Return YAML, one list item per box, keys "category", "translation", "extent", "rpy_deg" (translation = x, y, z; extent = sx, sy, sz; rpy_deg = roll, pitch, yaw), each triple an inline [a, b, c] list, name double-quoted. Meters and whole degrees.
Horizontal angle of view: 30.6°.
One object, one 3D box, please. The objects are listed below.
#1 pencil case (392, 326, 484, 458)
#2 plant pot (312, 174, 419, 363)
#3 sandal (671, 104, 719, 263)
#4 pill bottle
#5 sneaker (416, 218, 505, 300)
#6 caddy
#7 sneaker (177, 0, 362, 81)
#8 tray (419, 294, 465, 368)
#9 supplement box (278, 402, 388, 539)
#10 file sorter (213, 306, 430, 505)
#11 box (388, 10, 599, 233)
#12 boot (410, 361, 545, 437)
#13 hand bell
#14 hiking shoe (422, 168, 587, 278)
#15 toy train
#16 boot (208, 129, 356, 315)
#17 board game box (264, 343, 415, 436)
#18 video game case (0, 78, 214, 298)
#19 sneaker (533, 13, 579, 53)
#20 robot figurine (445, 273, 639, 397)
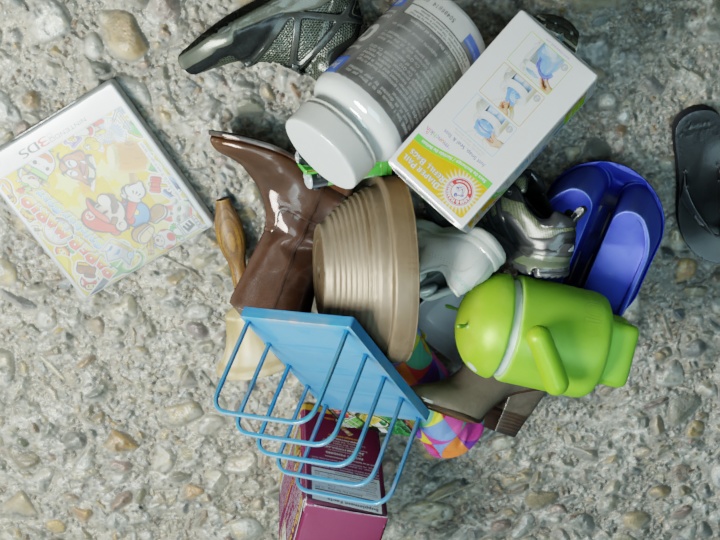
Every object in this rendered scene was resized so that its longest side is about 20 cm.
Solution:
- category: "pencil case"
  translation: [0.073, 0.135, 1.563]
  extent: [0.088, 0.089, 0.200]
  rpy_deg: [-26, 124, 10]
- category: "plant pot"
  translation: [0.000, 0.000, 1.400]
  extent: [0.092, 0.201, 0.202]
  rpy_deg: [-3, 118, -8]
- category: "sandal"
  translation: [0.394, -0.089, 1.501]
  extent: [0.076, 0.043, 0.201]
  rpy_deg: [-19, 117, 6]
- category: "pill bottle"
  translation: [0.025, -0.184, 1.341]
  extent: [0.200, 0.114, 0.114]
  rpy_deg: [-46, 116, -17]
- category: "sneaker"
  translation: [0.069, -0.003, 1.441]
  extent: [0.075, 0.200, 0.089]
  rpy_deg: [48, 69, -19]
- category: "caddy"
  translation: [0.260, -0.024, 1.495]
  extent: [0.141, 0.105, 0.201]
  rpy_deg: [24, 116, 9]
- category: "sneaker"
  translation: [-0.087, -0.229, 1.377]
  extent: [0.199, 0.076, 0.115]
  rpy_deg: [-24, 110, 3]
- category: "tray"
  translation: [0.156, 0.078, 1.585]
  extent: [0.200, 0.022, 0.107]
  rpy_deg: [38, 110, -21]
- category: "supplement box"
  translation: [-0.036, 0.271, 1.573]
  extent: [0.103, 0.200, 0.131]
  rpy_deg: [13, 118, -10]
- category: "file sorter"
  translation: [-0.042, 0.146, 1.384]
  extent: [0.138, 0.123, 0.200]
  rpy_deg: [5, 149, 33]
- category: "box"
  translation: [0.133, -0.144, 1.323]
  extent: [0.101, 0.112, 0.200]
  rpy_deg: [42, 94, 6]
- category: "boot"
  translation: [0.145, 0.105, 1.515]
  extent: [0.199, 0.070, 0.147]
  rpy_deg: [21, 87, -40]
- category: "hand bell"
  translation: [-0.137, 0.014, 1.512]
  extent: [0.104, 0.104, 0.201]
  rpy_deg: [-11, 105, 2]
- category: "hiking shoe"
  translation: [0.158, -0.070, 1.441]
  extent: [0.200, 0.076, 0.101]
  rpy_deg: [30, 108, 31]
- category: "toy train"
  translation: [0.024, -0.127, 1.434]
  extent: [0.199, 0.042, 0.057]
  rpy_deg: [-12, 124, -17]
- category: "boot"
  translation: [-0.114, -0.037, 1.447]
  extent: [0.186, 0.064, 0.201]
  rpy_deg: [22, 93, -17]
- category: "board game box"
  translation: [-0.018, 0.130, 1.500]
  extent: [0.104, 0.024, 0.200]
  rpy_deg: [1, 147, 33]
- category: "video game case"
  translation: [-0.292, -0.087, 1.469]
  extent: [0.181, 0.023, 0.200]
  rpy_deg: [-29, 116, 11]
- category: "sneaker"
  translation: [0.161, -0.188, 1.423]
  extent: [0.078, 0.090, 0.200]
  rpy_deg: [37, 94, 9]
- category: "robot figurine"
  translation: [0.191, 0.068, 1.410]
  extent: [0.199, 0.176, 0.116]
  rpy_deg: [12, 101, -8]
